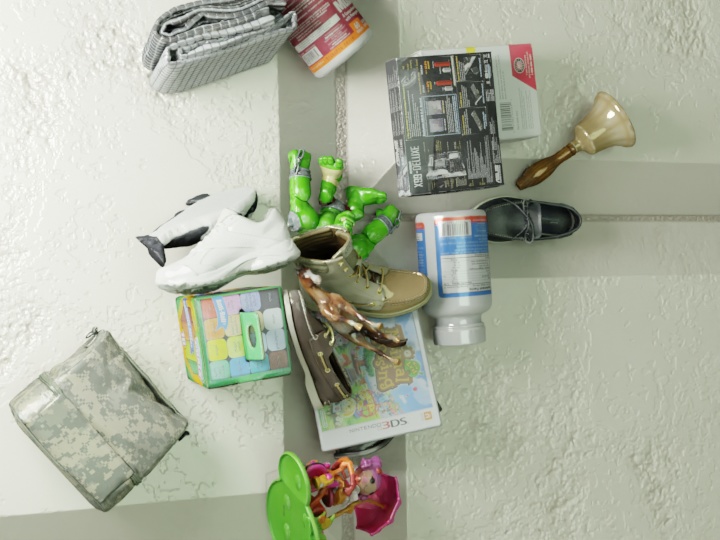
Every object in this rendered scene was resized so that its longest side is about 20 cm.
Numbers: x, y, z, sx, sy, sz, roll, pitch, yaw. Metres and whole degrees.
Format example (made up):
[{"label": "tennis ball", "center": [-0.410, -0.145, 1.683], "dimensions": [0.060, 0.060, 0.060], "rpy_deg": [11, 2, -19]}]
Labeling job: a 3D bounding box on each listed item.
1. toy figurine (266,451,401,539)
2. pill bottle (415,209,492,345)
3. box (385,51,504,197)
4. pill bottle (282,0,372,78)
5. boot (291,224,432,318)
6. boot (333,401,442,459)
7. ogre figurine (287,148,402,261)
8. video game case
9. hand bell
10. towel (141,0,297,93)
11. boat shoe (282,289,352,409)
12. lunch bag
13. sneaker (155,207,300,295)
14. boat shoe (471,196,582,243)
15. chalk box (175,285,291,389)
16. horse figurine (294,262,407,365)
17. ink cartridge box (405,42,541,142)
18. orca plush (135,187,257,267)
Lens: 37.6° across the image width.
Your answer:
[{"label": "toy figurine", "center": [-0.024, 0.329, 1.544], "dimensions": [0.182, 0.150, 0.202], "rpy_deg": [-14, 118, -32]}, {"label": "pill bottle", "center": [0.144, 0.011, 1.620], "dimensions": [0.111, 0.112, 0.203], "rpy_deg": [-4, 92, -20]}, {"label": "box", "center": [0.125, -0.215, 1.559], "dimensions": [0.156, 0.050, 0.203], "rpy_deg": [-8, 94, -19]}, {"label": "pill bottle", "center": [-0.080, -0.391, 1.541], "dimensions": [0.109, 0.109, 0.201], "rpy_deg": [-42, 103, -15]}, {"label": "boot", "center": [0.000, 0.000, 1.511], "dimensions": [0.197, 0.155, 0.073], "rpy_deg": [0, 58, 9]}, {"label": "boot", "center": [0.014, 0.174, 1.603], "dimensions": [0.199, 0.069, 0.176], "rpy_deg": [-28, 90, -14]}, {"label": "ogre figurine", "center": [-0.033, -0.084, 1.568], "dimensions": [0.200, 0.097, 0.121], "rpy_deg": [40, 60, -44]}, {"label": "video game case", "center": [0.012, 0.150, 1.564], "dimensions": [0.180, 0.022, 0.203], "rpy_deg": [-12, 79, 0]}, {"label": "hand bell", "center": [0.336, -0.193, 1.720], "dimensions": [0.199, 0.104, 0.105], "rpy_deg": [-33, 101, -4]}, {"label": "towel", "center": [-0.201, -0.325, 1.469], "dimensions": [0.198, 0.165, 0.086], "rpy_deg": [-23, 91, -19]}, {"label": "boat shoe", "center": [-0.062, 0.107, 1.484], "dimensions": [0.059, 0.072, 0.202], "rpy_deg": [-14, 120, 2]}, {"label": "lunch bag", "center": [-0.346, 0.199, 1.422], "dimensions": [0.168, 0.139, 0.201], "rpy_deg": [-42, 104, -15]}, {"label": "sneaker", "center": [-0.187, -0.030, 1.428], "dimensions": [0.198, 0.078, 0.100], "rpy_deg": [-17, 83, -17]}, {"label": "boat shoe", "center": [0.265, -0.081, 1.692], "dimensions": [0.197, 0.062, 0.076], "rpy_deg": [1, 91, -19]}, {"label": "chalk box", "center": [-0.172, 0.089, 1.454], "dimensions": [0.122, 0.200, 0.126], "rpy_deg": [-8, 91, -19]}, {"label": "horse figurine", "center": [-0.008, 0.071, 1.488], "dimensions": [0.050, 0.132, 0.200], "rpy_deg": [-58, 144, -6]}, {"label": "ink cartridge box", "center": [0.170, -0.270, 1.646], "dimensions": [0.198, 0.083, 0.147], "rpy_deg": [-7, 93, -21]}, {"label": "orca plush", "center": [-0.219, -0.049, 1.493], "dimensions": [0.200, 0.104, 0.072], "rpy_deg": [-45, 137, -48]}]
